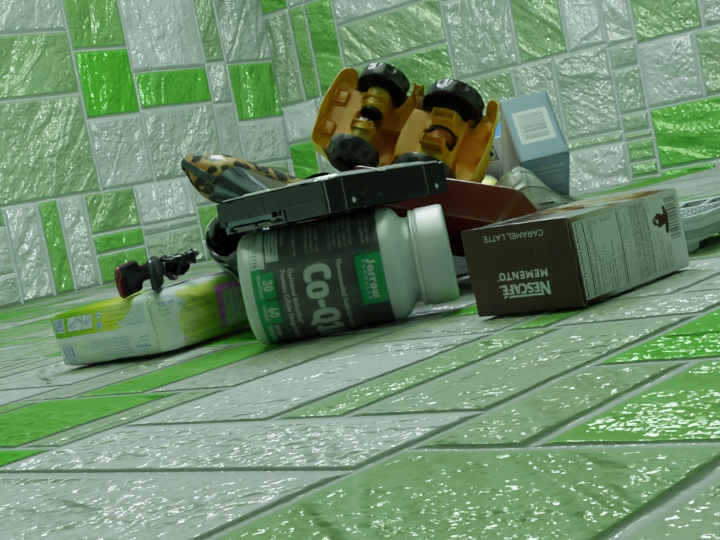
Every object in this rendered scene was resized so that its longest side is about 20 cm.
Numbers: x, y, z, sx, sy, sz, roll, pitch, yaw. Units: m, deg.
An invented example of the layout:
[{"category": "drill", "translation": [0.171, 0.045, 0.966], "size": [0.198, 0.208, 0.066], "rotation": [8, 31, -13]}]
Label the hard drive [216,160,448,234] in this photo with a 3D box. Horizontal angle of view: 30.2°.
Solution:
[{"category": "hard drive", "translation": [-0.025, -0.073, 1.309], "size": [0.140, 0.038, 0.200], "rotation": [-10, 3, 39]}]

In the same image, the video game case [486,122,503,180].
[{"category": "video game case", "translation": [0.136, -0.095, 1.778], "size": [0.200, 0.181, 0.045], "rotation": [-9, 32, 31]}]

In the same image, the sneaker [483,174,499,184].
[{"category": "sneaker", "translation": [0.096, -0.067, 1.714], "size": [0.200, 0.078, 0.090], "rotation": [-20, -2, 35]}]

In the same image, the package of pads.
[{"category": "package of pads", "translation": [-0.221, 0.052, 1.499], "size": [0.154, 0.068, 0.200], "rotation": [-10, 4, 33]}]

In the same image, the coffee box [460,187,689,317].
[{"category": "coffee box", "translation": [0.198, -0.019, 1.207], "size": [0.114, 0.080, 0.200], "rotation": [-8, 5, 41]}]

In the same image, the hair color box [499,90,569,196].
[{"category": "hair color box", "translation": [0.211, -0.110, 1.604], "size": [0.061, 0.099, 0.200], "rotation": [-13, -35, -1]}]

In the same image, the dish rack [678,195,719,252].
[{"category": "dish rack", "translation": [0.331, -0.044, 1.473], "size": [0.172, 0.044, 0.200], "rotation": [-8, 5, 34]}]

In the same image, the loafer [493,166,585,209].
[{"category": "loafer", "translation": [0.226, -0.054, 1.534], "size": [0.200, 0.070, 0.070], "rotation": [21, -54, -44]}]

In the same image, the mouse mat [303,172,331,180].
[{"category": "mouse mat", "translation": [-0.054, -0.057, 1.613], "size": [0.161, 0.008, 0.200], "rotation": [-23, -27, 26]}]

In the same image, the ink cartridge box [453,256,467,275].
[{"category": "ink cartridge box", "translation": [0.055, -0.005, 1.726], "size": [0.200, 0.041, 0.200], "rotation": [-8, 5, 40]}]

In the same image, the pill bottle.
[{"category": "pill bottle", "translation": [-0.011, 0.001, 1.294], "size": [0.200, 0.113, 0.113], "rotation": [-12, 4, 5]}]

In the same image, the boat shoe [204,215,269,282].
[{"category": "boat shoe", "translation": [-0.134, -0.035, 1.462], "size": [0.072, 0.071, 0.200], "rotation": [-41, 25, -6]}]

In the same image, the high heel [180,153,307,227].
[{"category": "high heel", "translation": [-0.109, -0.090, 1.472], "size": [0.143, 0.071, 0.200], "rotation": [27, 6, 12]}]

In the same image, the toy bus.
[{"category": "toy bus", "translation": [0.057, -0.132, 1.572], "size": [0.200, 0.136, 0.192], "rotation": [17, -24, 13]}]

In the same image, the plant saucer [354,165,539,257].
[{"category": "plant saucer", "translation": [0.114, -0.051, 1.476], "size": [0.200, 0.037, 0.200], "rotation": [10, -14, 29]}]

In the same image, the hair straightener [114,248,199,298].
[{"category": "hair straightener", "translation": [-0.212, 0.003, 1.469], "size": [0.077, 0.041, 0.200], "rotation": [-12, -1, 3]}]
